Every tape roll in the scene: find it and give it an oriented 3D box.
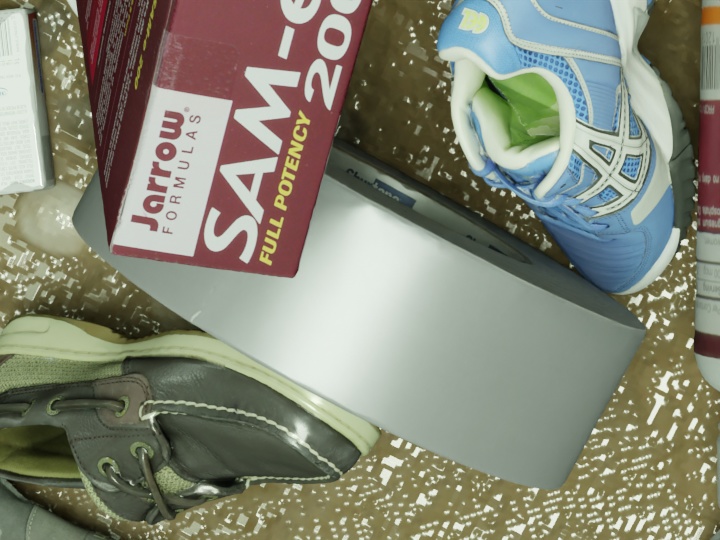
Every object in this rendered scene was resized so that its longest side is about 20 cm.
[{"bbox_3d":[0.000,0.000,0.908,0.200,0.200,0.066,29,95,3],"label":"tape roll"}]

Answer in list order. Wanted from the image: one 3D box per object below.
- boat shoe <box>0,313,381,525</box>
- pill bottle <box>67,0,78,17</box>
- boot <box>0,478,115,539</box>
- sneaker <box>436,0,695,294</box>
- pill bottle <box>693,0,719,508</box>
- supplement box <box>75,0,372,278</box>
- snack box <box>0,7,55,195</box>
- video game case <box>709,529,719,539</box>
[{"bbox_3d":[-0.075,0.061,0.929,0.072,0.200,0.066,43,66,-37],"label":"boat shoe"},{"bbox_3d":[-0.020,-0.161,0.943,0.199,0.113,0.113,-20,92,8],"label":"pill bottle"},{"bbox_3d":[-0.194,0.134,1.004,0.200,0.073,0.182,29,83,-3],"label":"boot"},{"bbox_3d":[0.067,-0.052,0.913,0.076,0.200,0.077,20,62,31],"label":"sneaker"},{"bbox_3d":[0.180,-0.011,0.931,0.114,0.114,0.201,1,94,6],"label":"pill bottle"},{"bbox_3d":[-0.048,-0.097,0.794,0.061,0.200,0.109,8,120,-14],"label":"supplement box"},{"bbox_3d":[-0.224,-0.058,1.016,0.199,0.024,0.072,-6,94,6],"label":"snack box"},{"bbox_3d":[0.193,0.212,0.927,0.199,0.045,0.182,25,59,0],"label":"video game case"}]
